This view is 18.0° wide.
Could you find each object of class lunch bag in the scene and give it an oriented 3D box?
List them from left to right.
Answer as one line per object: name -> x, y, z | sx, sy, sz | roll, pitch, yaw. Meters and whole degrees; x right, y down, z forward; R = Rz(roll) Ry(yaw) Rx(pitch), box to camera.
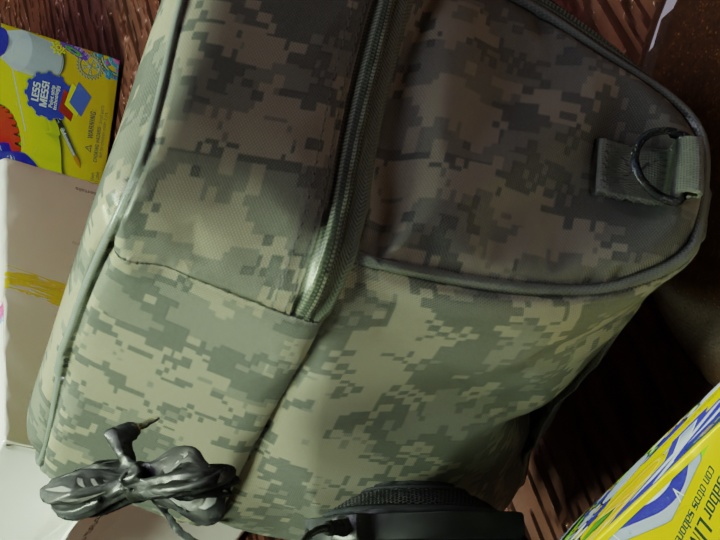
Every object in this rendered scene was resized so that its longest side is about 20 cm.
lunch bag -> 0.000, 0.000, 0.696 | 0.200, 0.168, 0.139 | 119, 168, -56

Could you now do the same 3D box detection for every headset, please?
headset -> -0.005, 0.112, 0.661 | 0.094, 0.200, 0.124 | -7, 49, 33

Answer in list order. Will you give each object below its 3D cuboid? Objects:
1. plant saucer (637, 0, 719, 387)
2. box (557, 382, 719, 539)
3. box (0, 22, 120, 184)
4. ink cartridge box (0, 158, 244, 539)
plant saucer -> 0.132, -0.057, 0.669 | 0.200, 0.037, 0.200 | -46, 36, 48
box -> 0.111, 0.058, 0.580 | 0.070, 0.064, 0.200 | -44, -6, -49
box -> -0.259, -0.039, 1.311 | 0.122, 0.193, 0.200 | -34, 46, 55
ink cartridge box -> -0.131, 0.074, 1.046 | 0.129, 0.125, 0.200 | -54, 31, 38
